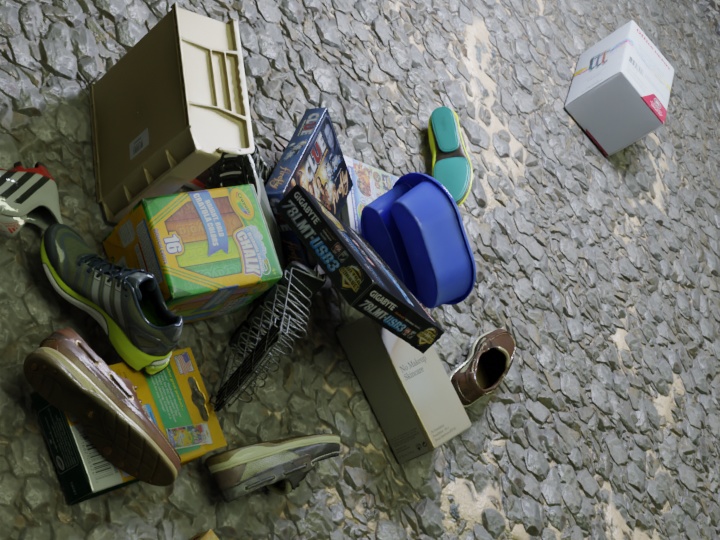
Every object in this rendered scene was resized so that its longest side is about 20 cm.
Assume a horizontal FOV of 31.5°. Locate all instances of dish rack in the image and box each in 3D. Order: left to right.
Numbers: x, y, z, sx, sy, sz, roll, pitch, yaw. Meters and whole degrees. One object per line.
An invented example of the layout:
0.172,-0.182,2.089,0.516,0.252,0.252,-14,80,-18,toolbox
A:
-0.110,0.084,1.502,0.054,0.154,0.201,33,24,-13,dish rack

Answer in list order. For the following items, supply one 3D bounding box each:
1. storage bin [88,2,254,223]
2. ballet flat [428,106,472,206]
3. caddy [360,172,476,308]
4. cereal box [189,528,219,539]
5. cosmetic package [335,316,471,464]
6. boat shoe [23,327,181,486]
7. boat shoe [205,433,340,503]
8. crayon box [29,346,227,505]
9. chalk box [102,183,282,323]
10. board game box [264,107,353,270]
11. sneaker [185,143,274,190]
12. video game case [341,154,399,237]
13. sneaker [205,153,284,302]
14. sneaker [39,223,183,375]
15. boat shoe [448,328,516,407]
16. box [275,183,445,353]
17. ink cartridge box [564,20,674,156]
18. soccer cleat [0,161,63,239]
-0.230,-0.178,1.527,0.093,0.199,0.201,13,58,-41,storage bin
0.145,-0.172,2.059,0.067,0.066,0.202,76,8,-58,ballet flat
0.089,-0.037,1.821,0.105,0.141,0.202,-28,105,-38,caddy
-0.151,0.403,1.377,0.201,0.039,0.144,55,38,-7,cereal box
0.060,0.149,1.749,0.103,0.073,0.202,-22,85,-52,cosmetic package
-0.255,0.139,1.319,0.200,0.072,0.068,46,42,-13,boat shoe
-0.099,0.236,1.523,0.200,0.071,0.067,-2,78,-48,boat shoe
-0.252,0.167,1.404,0.199,0.051,0.127,-12,76,-50,crayon box
-0.179,-0.018,1.513,0.199,0.124,0.126,-12,76,-38,chalk box
-0.070,-0.111,1.751,0.201,0.034,0.136,-68,147,-45,board game box
-0.151,-0.127,1.677,0.199,0.082,0.078,15,56,-45,sneaker
0.046,-0.083,1.923,0.199,0.018,0.145,19,55,-41,video game case
-0.144,-0.064,1.635,0.079,0.073,0.202,-46,128,-64,sneaker
-0.267,0.017,1.403,0.200,0.081,0.074,44,34,-1,sneaker
0.197,0.142,1.903,0.075,0.075,0.202,55,38,-6,boat shoe
0.000,0.000,1.641,0.200,0.050,0.198,51,10,36,box
0.514,-0.361,2.521,0.145,0.144,0.201,44,41,-18,ink cartridge box
-0.405,-0.074,1.374,0.199,0.068,0.086,-3,65,-54,soccer cleat
